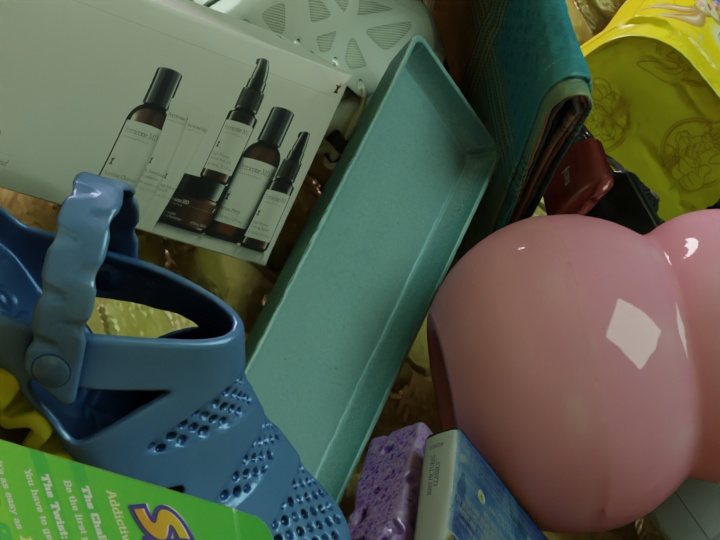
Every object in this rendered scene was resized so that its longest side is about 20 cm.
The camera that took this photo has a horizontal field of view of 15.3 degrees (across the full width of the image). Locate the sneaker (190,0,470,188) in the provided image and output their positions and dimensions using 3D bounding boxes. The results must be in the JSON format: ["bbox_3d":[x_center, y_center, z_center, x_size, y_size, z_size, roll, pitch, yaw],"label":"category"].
[{"bbox_3d":[-0.010,-0.073,1.092,0.116,0.076,0.200,60,29,8],"label":"sneaker"}]

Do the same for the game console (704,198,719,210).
[{"bbox_3d":[0.265,0.038,1.171,0.171,0.118,0.200,44,12,-35],"label":"game console"}]

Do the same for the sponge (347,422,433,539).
[{"bbox_3d":[0.023,0.158,0.954,0.112,0.030,0.200,57,29,-25],"label":"sponge"}]

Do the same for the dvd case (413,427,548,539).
[{"bbox_3d":[0.055,0.173,0.951,0.143,0.017,0.201,52,30,-34],"label":"dvd case"}]

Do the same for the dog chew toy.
[{"bbox_3d":[0.129,0.031,1.046,0.125,0.199,0.125,169,-90,-85],"label":"dog chew toy"}]

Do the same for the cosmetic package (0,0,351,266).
[{"bbox_3d":[-0.097,-0.065,0.949,0.200,0.083,0.051,16,10,-46],"label":"cosmetic package"}]

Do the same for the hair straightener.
[{"bbox_3d":[0.109,-0.026,1.187,0.077,0.041,0.200,43,6,-11],"label":"hair straightener"}]

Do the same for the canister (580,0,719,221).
[{"bbox_3d":[0.182,-0.084,1.356,0.149,0.086,0.200,52,30,-8],"label":"canister"}]

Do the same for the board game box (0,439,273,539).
[{"bbox_3d":[-0.096,0.101,0.808,0.199,0.030,0.096,19,49,-41],"label":"board game box"}]

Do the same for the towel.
[{"bbox_3d":[0.058,-0.107,1.165,0.022,0.147,0.201,3,53,-15],"label":"towel"}]

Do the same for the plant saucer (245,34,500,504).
[{"bbox_3d":[0.000,0.000,1.038,0.070,0.019,0.200,53,47,-31],"label":"plant saucer"}]

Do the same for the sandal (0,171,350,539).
[{"bbox_3d":[-0.070,0.040,0.901,0.200,0.087,0.080,44,32,-23],"label":"sandal"}]

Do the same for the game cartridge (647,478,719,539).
[{"bbox_3d":[0.189,0.158,1.132,0.200,0.041,0.133,53,12,9],"label":"game cartridge"}]
